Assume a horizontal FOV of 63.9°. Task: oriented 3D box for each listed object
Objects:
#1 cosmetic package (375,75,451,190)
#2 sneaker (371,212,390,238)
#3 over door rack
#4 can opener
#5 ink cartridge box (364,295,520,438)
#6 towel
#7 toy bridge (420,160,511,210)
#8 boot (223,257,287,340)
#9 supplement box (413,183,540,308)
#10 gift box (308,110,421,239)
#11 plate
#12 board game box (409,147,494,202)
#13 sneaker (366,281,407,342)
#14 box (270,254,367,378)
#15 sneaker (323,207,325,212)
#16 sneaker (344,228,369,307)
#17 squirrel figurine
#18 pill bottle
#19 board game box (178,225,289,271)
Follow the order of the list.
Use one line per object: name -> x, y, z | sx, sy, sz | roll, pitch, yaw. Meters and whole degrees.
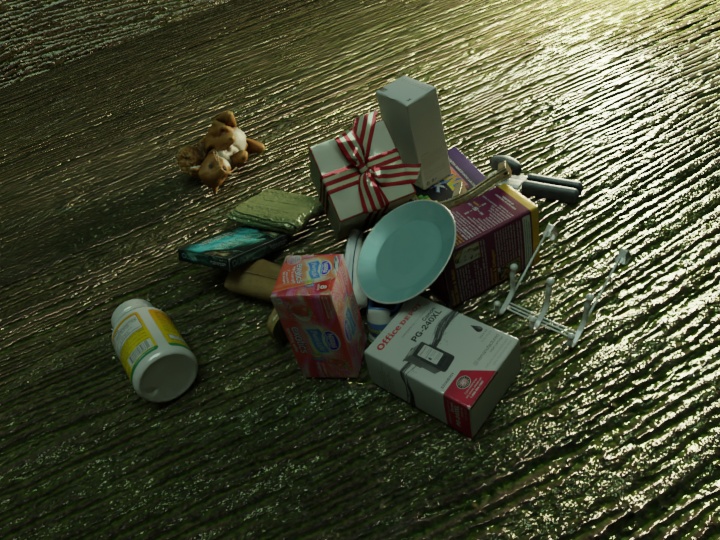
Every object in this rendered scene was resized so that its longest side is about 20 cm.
cosmetic package -> 0.110, -0.281, 1.183 | 0.081, 0.201, 0.113 | -32, 44, -17
sneaker -> 0.069, -0.081, 1.137 | 0.073, 0.080, 0.200 | -2, 21, 18
over door rack -> 0.332, 0.012, 0.961 | 0.147, 0.067, 0.200 | 26, 71, 36
can opener -> 0.355, -0.186, 1.195 | 0.199, 0.067, 0.053 | 20, 52, 28
ink cartridge box -> 0.126, 0.141, 0.903 | 0.199, 0.084, 0.145 | 23, 55, 35
towel -> -0.188, -0.136, 1.314 | 0.199, 0.037, 0.148 | 11, 36, 27
toy bridge -> 0.187, -0.142, 1.088 | 0.199, 0.027, 0.067 | -23, 22, 26
boot -> -0.185, 0.049, 1.119 | 0.199, 0.067, 0.175 | 14, 38, 29
supplement box -> 0.212, -0.045, 1.040 | 0.199, 0.131, 0.103 | -26, 41, -11
gift box -> 0.008, -0.192, 1.166 | 0.199, 0.187, 0.185 | -27, 84, -8
plate -> 0.079, -0.030, 0.978 | 0.199, 0.026, 0.201 | -24, 49, 30
board game box -> 0.177, -0.172, 1.238 | 0.164, 0.057, 0.200 | -24, 43, -6
sneaker -> 0.060, 0.037, 1.036 | 0.073, 0.083, 0.201 | 0, 42, 19
box -> -0.061, 0.078, 0.942 | 0.102, 0.201, 0.095 | -2, 42, 14
sneaker -> -0.020, -0.191, 1.323 | 0.099, 0.075, 0.201 | 8, 51, 7
sneaker -> 0.000, 0.000, 1.116 | 0.070, 0.073, 0.201 | 9, 47, -4
squirrel figurine -> -0.380, -0.286, 1.504 | 0.199, 0.142, 0.188 | -7, 52, 31
pill bottle -> -0.383, 0.137, 1.049 | 0.112, 0.113, 0.200 | -34, 45, -18
board game box -> -0.260, -0.051, 1.209 | 0.134, 0.028, 0.200 | 10, 23, 26
